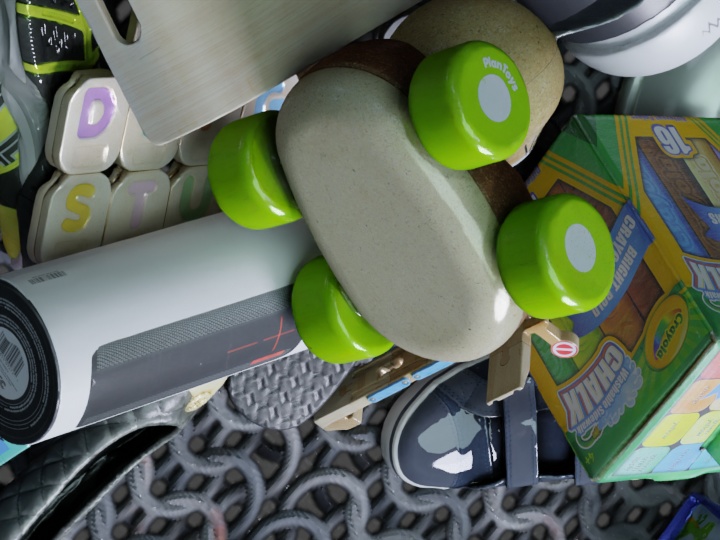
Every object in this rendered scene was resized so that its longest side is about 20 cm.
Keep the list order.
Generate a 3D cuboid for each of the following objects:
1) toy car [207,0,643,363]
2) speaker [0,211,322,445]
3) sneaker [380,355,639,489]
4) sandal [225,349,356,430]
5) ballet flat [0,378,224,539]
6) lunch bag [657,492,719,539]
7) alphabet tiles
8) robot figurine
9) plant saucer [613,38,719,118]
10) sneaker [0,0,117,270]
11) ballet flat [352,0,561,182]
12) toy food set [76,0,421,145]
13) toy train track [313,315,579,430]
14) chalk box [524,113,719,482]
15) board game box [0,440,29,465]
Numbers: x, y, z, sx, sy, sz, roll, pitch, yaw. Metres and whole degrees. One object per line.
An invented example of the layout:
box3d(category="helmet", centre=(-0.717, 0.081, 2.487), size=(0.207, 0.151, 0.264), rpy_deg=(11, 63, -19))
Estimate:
box3d(category="toy car", centre=(0.057, -0.069, 1.246), size=(0.200, 0.164, 0.158), rpy_deg=(-48, 114, -42))
box3d(category="speaker", centre=(-0.095, 0.020, 1.251), size=(0.199, 0.081, 0.082), rpy_deg=(-17, 117, -44))
box3d(category="sneaker", centre=(0.113, 0.080, 1.455), size=(0.199, 0.079, 0.079), rpy_deg=(-17, 116, -20))
box3d(category="sandal", centre=(0.000, 0.000, 1.384), size=(0.075, 0.045, 0.200), rpy_deg=(39, 106, -18))
box3d(category="ballet flat", centre=(-0.140, 0.111, 1.330), size=(0.200, 0.057, 0.066), rpy_deg=(-43, 155, -1))
box3d(category="lunch bag", centre=(0.260, 0.249, 1.521), size=(0.170, 0.200, 0.128), rpy_deg=(38, 88, -33))
box3d(category="alphabet tiles", centre=(-0.082, -0.054, 1.296), size=(0.199, 0.015, 0.197), rpy_deg=(-7, 117, -48))
box3d(category="robot figurine", centre=(0.118, -0.191, 1.333), size=(0.200, 0.150, 0.125), rpy_deg=(44, 49, -32))
box3d(category="plant saucer", centre=(0.239, -0.080, 1.478), size=(0.199, 0.050, 0.201), rpy_deg=(-10, 112, -25))
box3d(category="sneaker", centre=(-0.165, -0.085, 1.260), size=(0.075, 0.076, 0.201), rpy_deg=(-46, 147, -44))
box3d(category="ballet flat", centre=(0.059, -0.086, 1.387), size=(0.066, 0.057, 0.200), rpy_deg=(-36, 128, 4))
box3d(category="toy food set", centre=(-0.061, -0.161, 1.233), size=(0.200, 0.060, 0.144), rpy_deg=(-35, 102, -45))
box3d(category="toy train track", centre=(0.056, 0.042, 1.366), size=(0.200, 0.115, 0.032), rpy_deg=(-28, 130, 35))
box3d(category="chalk box", centre=(0.170, 0.031, 1.363), size=(0.123, 0.201, 0.125), rpy_deg=(-1, 139, -39))
box3d(category="board game box", centre=(-0.274, 0.042, 1.223), size=(0.152, 0.045, 0.200), rpy_deg=(-33, 113, 4))
